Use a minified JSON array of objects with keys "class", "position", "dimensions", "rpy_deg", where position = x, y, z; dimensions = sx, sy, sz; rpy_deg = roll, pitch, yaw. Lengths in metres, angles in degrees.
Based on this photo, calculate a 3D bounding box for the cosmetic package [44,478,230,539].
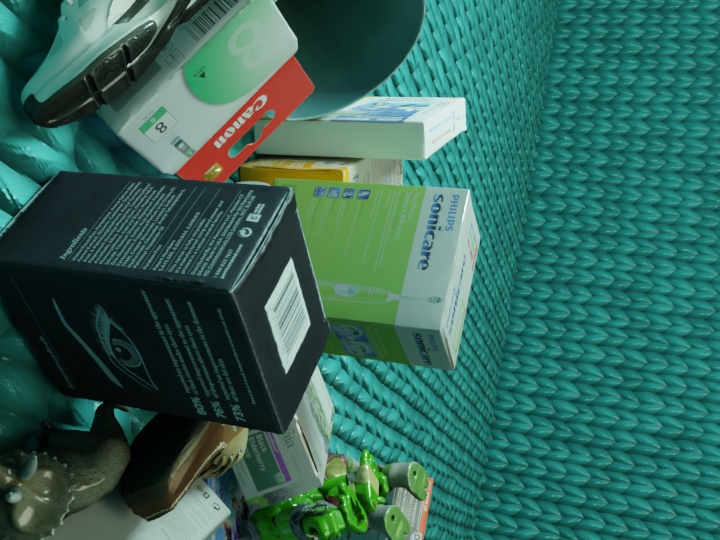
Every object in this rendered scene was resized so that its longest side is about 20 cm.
[{"class":"cosmetic package","position":[-0.196,0.226,0.607],"dimensions":[0.108,0.085,0.200],"rpy_deg":[-48,172,22]}]

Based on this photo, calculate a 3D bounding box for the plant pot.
[{"class":"plant pot","position":[-0.055,-0.266,0.810],"dimensions":[0.135,0.199,0.200],"rpy_deg":[62,7,23]}]

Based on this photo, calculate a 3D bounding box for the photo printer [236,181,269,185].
[{"class":"photo printer","position":[-0.127,0.034,0.825],"dimensions":[0.167,0.069,0.202],"rpy_deg":[-52,144,-56]}]

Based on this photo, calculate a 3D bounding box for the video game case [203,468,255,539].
[{"class":"video game case","position":[-0.134,0.265,0.840],"dimensions":[0.181,0.045,0.202],"rpy_deg":[53,31,-66]}]

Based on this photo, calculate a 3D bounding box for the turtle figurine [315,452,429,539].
[{"class":"turtle figurine","position":[-0.010,0.298,1.019],"dimensions":[0.143,0.193,0.202],"rpy_deg":[-8,92,-53]}]

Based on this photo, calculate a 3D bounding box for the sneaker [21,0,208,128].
[{"class":"sneaker","position":[-0.191,-0.203,0.590],"dimensions":[0.201,0.115,0.076],"rpy_deg":[-49,-176,-12]}]

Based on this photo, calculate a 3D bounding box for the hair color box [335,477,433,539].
[{"class":"hair color box","position":[0.012,0.328,1.136],"dimensions":[0.064,0.200,0.112],"rpy_deg":[20,74,-26]}]

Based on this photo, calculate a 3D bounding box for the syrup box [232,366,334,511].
[{"class":"syrup box","position":[-0.080,0.159,0.857],"dimensions":[0.200,0.081,0.079],"rpy_deg":[-79,149,-78]}]

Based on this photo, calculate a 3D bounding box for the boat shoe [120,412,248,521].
[{"class":"boat shoe","position":[-0.122,0.129,0.668],"dimensions":[0.074,0.075,0.200],"rpy_deg":[58,24,-18]}]

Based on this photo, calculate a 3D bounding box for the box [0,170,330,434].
[{"class":"box","position":[-0.139,0.020,0.593],"dimensions":[0.149,0.198,0.105],"rpy_deg":[79,26,-43]}]

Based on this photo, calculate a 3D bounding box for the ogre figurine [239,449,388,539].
[{"class":"ogre figurine","position":[-0.047,0.247,0.852],"dimensions":[0.200,0.119,0.099],"rpy_deg":[-60,132,-70]}]

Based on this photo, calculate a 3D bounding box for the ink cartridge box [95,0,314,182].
[{"class":"ink cartridge box","position":[-0.115,-0.143,0.719],"dimensions":[0.161,0.050,0.200],"rpy_deg":[-45,154,0]}]

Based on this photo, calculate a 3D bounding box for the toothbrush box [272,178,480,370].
[{"class":"toothbrush box","position":[0.000,0.000,0.773],"dimensions":[0.086,0.198,0.147],"rpy_deg":[63,36,-56]}]

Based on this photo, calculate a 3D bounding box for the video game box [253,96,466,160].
[{"class":"video game box","position":[0.006,-0.168,0.947],"dimensions":[0.182,0.198,0.047],"rpy_deg":[-40,132,-64]}]

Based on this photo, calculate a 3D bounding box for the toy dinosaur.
[{"class":"toy dinosaur","position":[-0.210,0.142,0.576],"dimensions":[0.200,0.101,0.078],"rpy_deg":[3,94,-70]}]

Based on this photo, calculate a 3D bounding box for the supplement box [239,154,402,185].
[{"class":"supplement box","position":[-0.038,-0.105,0.954],"dimensions":[0.200,0.125,0.074],"rpy_deg":[-42,133,-63]}]
